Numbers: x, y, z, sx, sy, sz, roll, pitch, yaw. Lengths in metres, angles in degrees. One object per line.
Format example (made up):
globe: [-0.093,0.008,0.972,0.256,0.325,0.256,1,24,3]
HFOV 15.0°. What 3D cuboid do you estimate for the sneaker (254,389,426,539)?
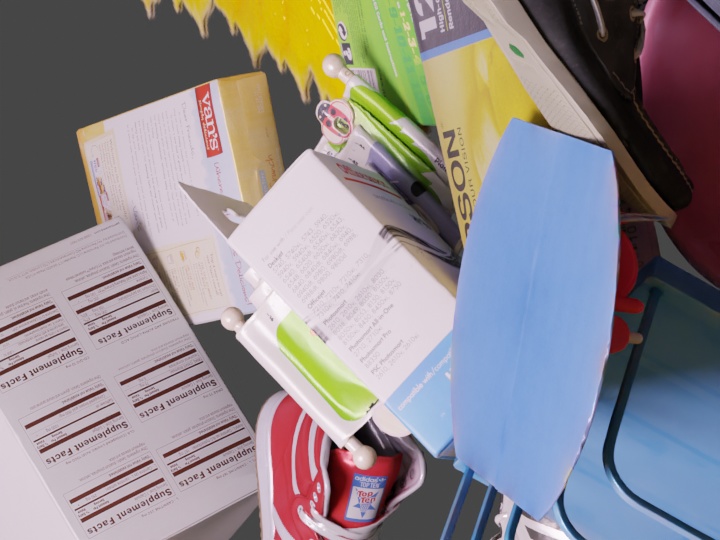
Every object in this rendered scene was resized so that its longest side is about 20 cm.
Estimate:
sneaker: [-0.008,0.164,1.590,0.112,0.071,0.200,-16,83,62]

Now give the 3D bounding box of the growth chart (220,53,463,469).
growth chart: [0.000,0.000,1.509,0.145,0.018,0.200,38,121,22]

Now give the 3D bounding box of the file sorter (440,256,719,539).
file sorter: [0.132,0.116,1.247,0.200,0.139,0.123,-49,16,51]

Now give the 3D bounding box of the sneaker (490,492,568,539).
sneaker: [0.084,0.168,1.459,0.200,0.076,0.116,-20,72,50]

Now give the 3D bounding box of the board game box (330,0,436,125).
board game box: [0.040,-0.124,1.451,0.200,0.030,0.096,12,115,65]

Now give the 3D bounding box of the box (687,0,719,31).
box: [0.190,-0.196,1.114,0.200,0.051,0.158,-52,46,17]

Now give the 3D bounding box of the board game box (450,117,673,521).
board game box: [0.090,0.020,1.190,0.200,0.039,0.158,-149,67,-73]

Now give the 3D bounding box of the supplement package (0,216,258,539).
supplement package: [-0.184,0.112,1.743,0.200,0.147,0.191,58,148,12]

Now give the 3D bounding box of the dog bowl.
dog bowl: [0.195,-0.071,1.197,0.200,0.074,0.200,24,118,54]

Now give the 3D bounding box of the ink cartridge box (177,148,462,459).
ink cartridge box: [0.009,0.005,1.413,0.200,0.116,0.068,45,99,16]

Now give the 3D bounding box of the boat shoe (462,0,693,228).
boat shoe: [0.097,-0.098,1.163,0.200,0.068,0.072,55,172,-31]

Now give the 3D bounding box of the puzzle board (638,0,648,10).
puzzle board: [0.101,-0.170,1.376,0.200,0.017,0.151,-29,74,58]

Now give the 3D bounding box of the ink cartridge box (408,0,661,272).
ink cartridge box: [0.066,-0.085,1.322,0.200,0.047,0.198,-12,91,67]

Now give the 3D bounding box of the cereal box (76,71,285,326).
cereal box: [-0.107,-0.038,1.722,0.200,0.039,0.144,-11,91,58]
